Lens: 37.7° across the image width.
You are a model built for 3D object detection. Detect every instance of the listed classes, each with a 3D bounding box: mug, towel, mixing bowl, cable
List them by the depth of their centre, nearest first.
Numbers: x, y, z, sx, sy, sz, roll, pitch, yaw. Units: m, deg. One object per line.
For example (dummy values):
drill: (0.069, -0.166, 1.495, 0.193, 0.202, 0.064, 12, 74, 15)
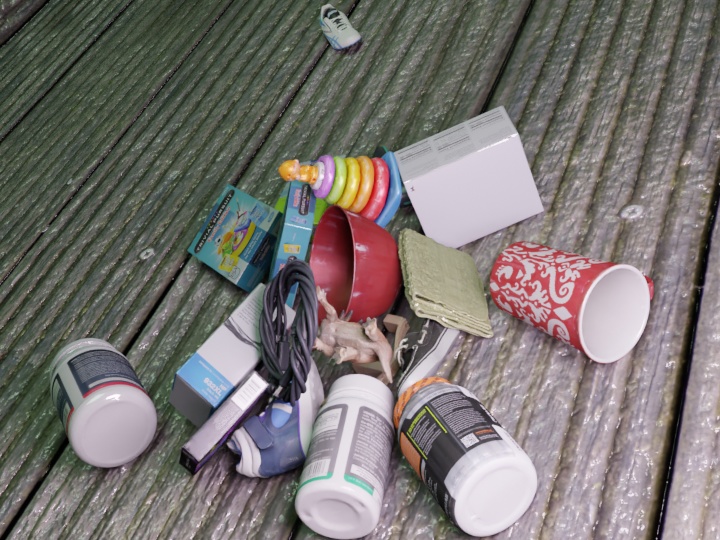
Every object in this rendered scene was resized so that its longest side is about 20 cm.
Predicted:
mug: (0.298, 0.040, 1.480, 0.199, 0.176, 0.135, 23, 94, 53)
cable: (-0.102, 0.085, 1.481, 0.050, 0.203, 0.163, 9, 2, -20)
towel: (0.124, 0.019, 1.593, 0.037, 0.147, 0.201, -55, 24, 29)
mixing bowl: (0.000, 0.000, 1.669, 0.107, 0.202, 0.200, 3, 27, -22)

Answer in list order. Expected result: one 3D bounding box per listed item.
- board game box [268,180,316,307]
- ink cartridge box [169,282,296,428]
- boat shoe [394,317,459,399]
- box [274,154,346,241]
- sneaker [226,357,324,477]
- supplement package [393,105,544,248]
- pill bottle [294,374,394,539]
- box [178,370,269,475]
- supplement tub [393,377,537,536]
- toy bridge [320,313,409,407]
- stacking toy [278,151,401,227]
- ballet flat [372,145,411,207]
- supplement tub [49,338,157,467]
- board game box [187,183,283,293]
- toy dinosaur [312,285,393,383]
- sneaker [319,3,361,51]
board game box: (-0.116, -0.037, 1.759, 0.046, 0.202, 0.152, 12, 37, -7)
ink cartridge box: (-0.195, 0.136, 1.624, 0.083, 0.145, 0.200, 39, 63, 6)
boat shoe: (0.080, 0.124, 1.482, 0.063, 0.071, 0.200, 30, 26, 8)
box: (-0.095, -0.132, 1.994, 0.121, 0.048, 0.201, -7, 40, 27)
sneaker: (-0.131, 0.213, 1.547, 0.145, 0.081, 0.201, -15, 42, 9)
supplement package: (0.178, -0.146, 1.736, 0.198, 0.157, 0.111, -22, 33, 6)
pill bottle: (-0.014, 0.243, 1.404, 0.112, 0.114, 0.201, -11, 38, 22)
box: (-0.198, 0.222, 1.508, 0.143, 0.036, 0.200, -48, -2, -19)
supplement tub: (0.124, 0.226, 1.325, 0.122, 0.123, 0.200, -31, 36, -7)
toy bridge: (0.019, 0.148, 1.578, 0.067, 0.027, 0.201, 9, 49, 39)
stacking toy: (-0.041, -0.143, 1.693, 0.116, 0.198, 0.111, -56, 33, 40)
ballet flat: (0.053, -0.169, 1.929, 0.073, 0.073, 0.200, -31, 37, -6)
supplement tub: (-0.417, 0.208, 1.691, 0.140, 0.141, 0.200, -34, 35, -10)
board game box: (-0.223, -0.062, 1.942, 0.199, 0.047, 0.152, 28, 86, 50)
toy dinosaur: (-0.009, 0.101, 1.513, 0.199, 0.135, 0.087, 24, 82, 31)
sneaker: (-0.054, -0.582, 2.524, 0.071, 0.073, 0.200, -28, 36, -5)
